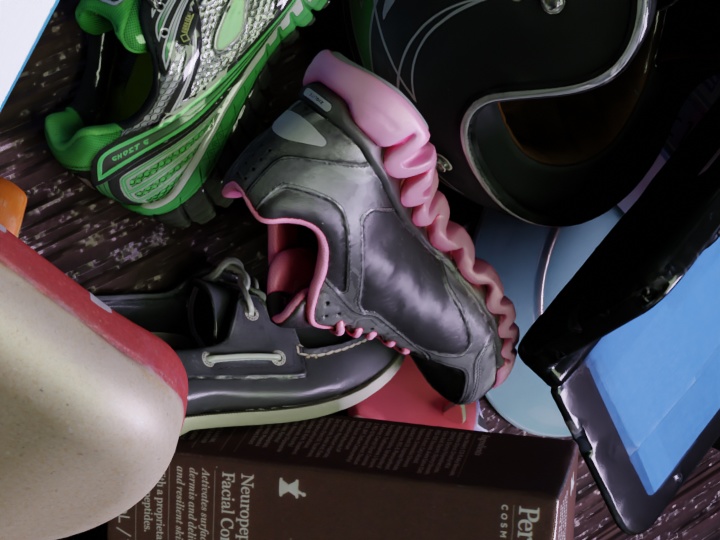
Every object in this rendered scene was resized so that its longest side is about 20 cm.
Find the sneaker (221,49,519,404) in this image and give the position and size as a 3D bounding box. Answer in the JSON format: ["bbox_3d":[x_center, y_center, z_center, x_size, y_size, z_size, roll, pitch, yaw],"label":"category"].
[{"bbox_3d":[0.000,0.000,1.087,0.095,0.079,0.200,-44,134,-16],"label":"sneaker"}]

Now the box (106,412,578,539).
[{"bbox_3d":[-0.009,0.121,1.104,0.075,0.200,0.100,-58,152,-70],"label":"box"}]

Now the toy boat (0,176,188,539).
[{"bbox_3d":[-0.157,0.014,0.991,0.200,0.130,0.131,39,37,-26],"label":"toy boat"}]

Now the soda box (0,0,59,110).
[{"bbox_3d":[-0.143,-0.145,0.963,0.064,0.068,0.200,32,84,-46],"label":"soda box"}]

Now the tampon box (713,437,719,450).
[{"bbox_3d":[0.306,0.064,1.373,0.150,0.200,0.126,3,105,-42],"label":"tampon box"}]

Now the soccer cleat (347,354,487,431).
[{"bbox_3d":[0.041,0.090,1.248,0.076,0.067,0.200,-66,143,-59],"label":"soccer cleat"}]

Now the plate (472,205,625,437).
[{"bbox_3d":[0.134,-0.004,1.309,0.200,0.026,0.200,-17,117,-37],"label":"plate"}]

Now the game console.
[{"bbox_3d":[0.176,0.000,1.138,0.116,0.176,0.200,43,62,-5],"label":"game console"}]

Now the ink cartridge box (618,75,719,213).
[{"bbox_3d":[0.191,-0.117,1.262,0.136,0.076,0.200,44,67,-37],"label":"ink cartridge box"}]

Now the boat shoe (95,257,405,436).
[{"bbox_3d":[-0.058,0.029,1.112,0.200,0.073,0.063,-11,116,-36],"label":"boat shoe"}]

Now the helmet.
[{"bbox_3d":[0.083,-0.127,1.095,0.200,0.191,0.200,21,55,-33],"label":"helmet"}]

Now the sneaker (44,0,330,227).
[{"bbox_3d":[-0.064,-0.118,1.041,0.085,0.078,0.200,18,95,-45],"label":"sneaker"}]
